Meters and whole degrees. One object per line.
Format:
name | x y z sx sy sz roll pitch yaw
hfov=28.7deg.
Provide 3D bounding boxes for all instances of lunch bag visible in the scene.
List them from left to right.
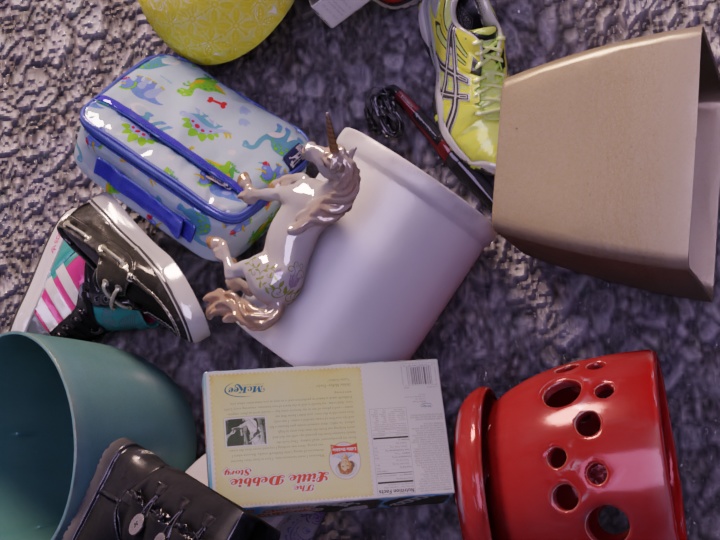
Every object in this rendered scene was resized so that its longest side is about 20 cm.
lunch bag | -0.157 -0.107 1.317 0.199 0.083 0.161 35 46 13

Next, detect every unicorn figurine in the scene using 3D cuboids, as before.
unicorn figurine | -0.062 -0.041 1.186 0.137 0.073 0.202 22 103 47

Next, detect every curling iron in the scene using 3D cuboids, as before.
curling iron | 0.081 -0.104 1.345 0.200 0.026 0.050 41 111 8

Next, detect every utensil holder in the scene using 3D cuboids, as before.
utensil holder | 0.000 0.000 1.269 0.169 0.170 0.201 35 90 13

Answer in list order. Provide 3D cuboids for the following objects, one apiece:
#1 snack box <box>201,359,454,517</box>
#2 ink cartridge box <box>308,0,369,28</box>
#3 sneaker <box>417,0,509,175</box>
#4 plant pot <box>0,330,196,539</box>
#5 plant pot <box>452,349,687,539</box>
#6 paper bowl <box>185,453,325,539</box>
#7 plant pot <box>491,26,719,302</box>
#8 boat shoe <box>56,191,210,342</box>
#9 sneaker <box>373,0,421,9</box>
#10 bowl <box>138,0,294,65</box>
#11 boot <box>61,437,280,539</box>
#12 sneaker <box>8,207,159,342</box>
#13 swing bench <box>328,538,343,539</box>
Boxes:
snack box | -0.028 0.138 1.157 0.198 0.037 0.117 -2 68 -9
ink cartridge box | 0.015 -0.358 1.329 0.199 0.043 0.199 -32 53 16
sneaker | 0.105 -0.185 1.316 0.075 0.076 0.201 -15 80 -20
plant pot | -0.245 0.157 1.267 0.200 0.160 0.202 -4 85 45
plant pot | 0.178 0.175 1.198 0.181 0.200 0.202 -6 80 14
paper bowl | -0.120 0.237 1.234 0.104 0.201 0.201 33 88 13
plant pot | 0.219 -0.088 1.242 0.176 0.200 0.202 2 82 21
boat shoe | -0.206 0.007 1.266 0.063 0.071 0.200 -32 50 -20
sneaker | 0.089 -0.323 1.345 0.200 0.085 0.077 -38 79 3
bowl | -0.154 -0.307 1.331 0.199 0.107 0.202 -14 66 35
boot | -0.156 0.236 1.095 0.199 0.065 0.166 19 93 47
sneaker | -0.257 0.049 1.350 0.120 0.084 0.202 16 83 21
swing bench | 0.039 0.359 1.225 0.198 0.130 0.200 16 84 12
